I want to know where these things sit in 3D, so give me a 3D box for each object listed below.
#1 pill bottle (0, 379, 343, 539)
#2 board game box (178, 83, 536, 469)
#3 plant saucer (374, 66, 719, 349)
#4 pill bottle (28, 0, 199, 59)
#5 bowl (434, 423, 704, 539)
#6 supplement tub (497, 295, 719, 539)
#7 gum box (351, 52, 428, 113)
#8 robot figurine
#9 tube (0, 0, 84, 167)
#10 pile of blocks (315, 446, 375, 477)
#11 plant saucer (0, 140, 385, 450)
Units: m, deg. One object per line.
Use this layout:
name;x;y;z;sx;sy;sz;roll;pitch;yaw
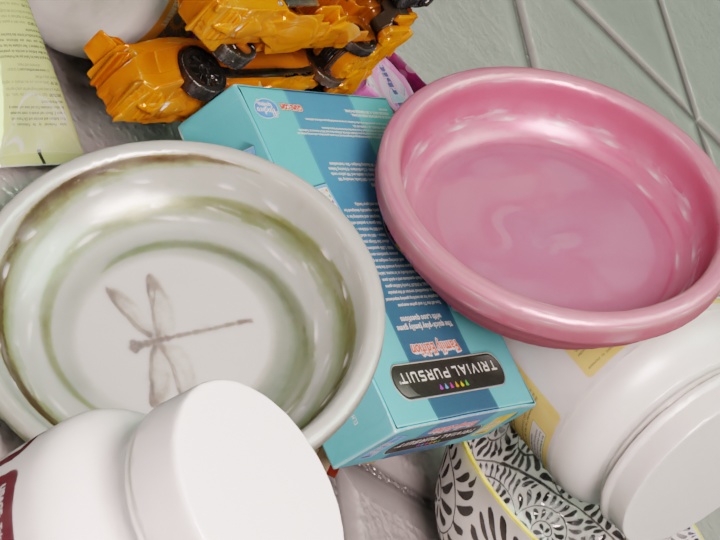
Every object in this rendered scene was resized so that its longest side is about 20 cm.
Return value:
pill bottle;-0.108;0.120;0.676;0.113;0.200;0.113;39;34;-33
board game box;0.000;0.000;1.019;0.151;0.047;0.200;-3;64;-57
plant saucer;0.103;-0.029;1.025;0.200;0.051;0.201;8;45;-8
pill bottle;-0.105;-0.173;1.104;0.200;0.116;0.117;0;63;-61
bowl;0.112;0.168;1.133;0.200;0.094;0.201;32;21;-14
supplement tub;0.141;0.044;1.104;0.145;0.145;0.200;18;28;-55
gum box;0.022;-0.049;1.206;0.200;0.113;0.066;41;30;-34
robot figurine;-0.047;-0.130;1.024;0.200;0.145;0.058;-13;67;-54
tube;-0.202;-0.144;0.982;0.058;0.052;0.201;-21;84;-23
pile of blocks;-0.057;0.098;0.979;0.082;0.062;0.200;31;22;18
plant saucer;-0.089;0.028;0.907;0.050;0.199;0.201;100;-18;-54
